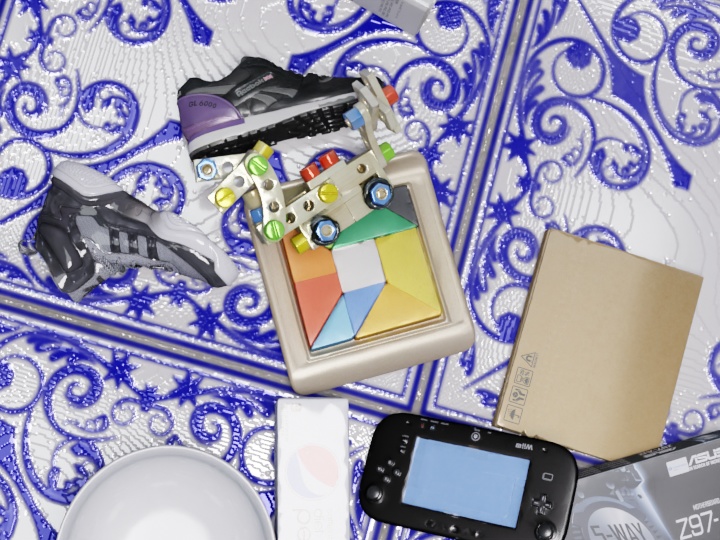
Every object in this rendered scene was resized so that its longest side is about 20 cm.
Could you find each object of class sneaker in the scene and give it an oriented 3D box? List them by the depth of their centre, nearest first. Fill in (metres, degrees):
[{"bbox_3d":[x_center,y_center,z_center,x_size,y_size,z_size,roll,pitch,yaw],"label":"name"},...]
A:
[{"bbox_3d":[-0.218,-0.010,1.247,0.199,0.076,0.114,29,82,5],"label":"sneaker"},{"bbox_3d":[-0.077,-0.172,1.282,0.199,0.076,0.088,-15,78,-7],"label":"sneaker"}]

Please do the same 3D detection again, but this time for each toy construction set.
[{"bbox_3d":[-0.042,-0.093,1.232,0.199,0.092,0.132,-32,99,5],"label":"toy construction set"}]

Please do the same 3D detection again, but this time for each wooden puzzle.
[{"bbox_3d":[0.000,0.000,1.283,0.184,0.037,0.201,-15,85,-7],"label":"wooden puzzle"}]

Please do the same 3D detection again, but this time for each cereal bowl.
[{"bbox_3d":[-0.173,0.258,1.210,0.198,0.083,0.202,1,83,-5],"label":"cereal bowl"}]

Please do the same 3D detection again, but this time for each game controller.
[{"bbox_3d":[0.098,0.195,1.234,0.199,0.042,0.105,9,83,20],"label":"game controller"}]

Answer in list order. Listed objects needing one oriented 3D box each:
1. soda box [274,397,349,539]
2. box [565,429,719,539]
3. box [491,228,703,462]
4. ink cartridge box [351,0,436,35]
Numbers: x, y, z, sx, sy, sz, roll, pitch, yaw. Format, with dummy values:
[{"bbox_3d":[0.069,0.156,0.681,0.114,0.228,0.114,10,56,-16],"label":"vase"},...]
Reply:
[{"bbox_3d":[-0.045,0.218,1.238,0.068,0.064,0.202,0,83,-6],"label":"soda box"},{"bbox_3d":[0.273,0.253,1.261,0.199,0.044,0.161,-15,90,-3],"label":"box"},{"bbox_3d":[0.231,0.078,1.303,0.162,0.021,0.201,17,81,-3],"label":"box"},{"bbox_3d":[0.008,-0.344,1.304,0.199,0.084,0.145,29,80,0],"label":"ink cartridge box"}]
